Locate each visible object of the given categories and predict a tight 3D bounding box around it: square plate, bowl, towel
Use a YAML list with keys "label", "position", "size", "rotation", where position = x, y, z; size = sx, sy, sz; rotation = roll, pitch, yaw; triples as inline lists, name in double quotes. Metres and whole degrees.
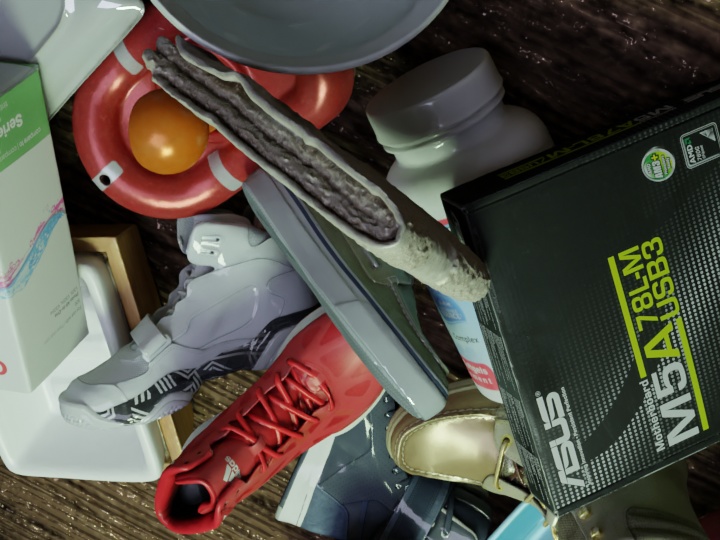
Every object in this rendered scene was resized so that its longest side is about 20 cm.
- label: "square plate"
  position: [-0.248, -0.189, 1.020]
  size: [0.198, 0.028, 0.201]
  rotation: [-39, 81, 37]
- label: "bowl"
  position: [-0.040, -0.192, 0.893]
  size: [0.200, 0.202, 0.090]
  rotation: [34, 164, 0]
- label: "towel"
  position: [-0.022, -0.056, 0.844]
  size: [0.200, 0.132, 0.035]
  rotation: [39, 96, 28]

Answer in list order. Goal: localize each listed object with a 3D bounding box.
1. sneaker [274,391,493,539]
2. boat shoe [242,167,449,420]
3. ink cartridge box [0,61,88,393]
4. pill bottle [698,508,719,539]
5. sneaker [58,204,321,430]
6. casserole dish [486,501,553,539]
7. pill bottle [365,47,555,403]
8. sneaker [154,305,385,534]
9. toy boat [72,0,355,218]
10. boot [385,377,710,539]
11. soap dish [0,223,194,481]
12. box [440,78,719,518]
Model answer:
- label: "sneaker"
  position: [0.037, 0.119, 1.095]
  size: [0.145, 0.077, 0.204]
  rotation: [24, 123, 4]
- label: "boat shoe"
  position: [0.000, 0.000, 0.959]
  size: [0.201, 0.062, 0.072]
  rotation: [53, 175, 24]
- label: "ink cartridge box"
  position: [-0.272, -0.031, 1.030]
  size: [0.144, 0.088, 0.202]
  rotation: [7, 123, 21]
- label: "pill bottle"
  position: [0.300, 0.182, 0.995]
  size: [0.199, 0.114, 0.114]
  rotation: [-32, 104, 34]
- label: "sneaker"
  position: [-0.122, 0.025, 1.067]
  size: [0.198, 0.075, 0.116]
  rotation: [-21, 105, -12]
- label: "casserole dish"
  position: [0.124, 0.234, 1.074]
  size: [0.200, 0.039, 0.121]
  rotation: [-51, 54, 18]
- label: "pill bottle"
  position: [0.081, -0.028, 0.963]
  size: [0.108, 0.109, 0.201]
  rotation: [-16, 112, 30]
- label: "sneaker"
  position: [-0.053, 0.103, 0.997]
  size: [0.078, 0.116, 0.200]
  rotation: [42, 111, -3]
- label: "toy boat"
  position: [-0.105, -0.103, 0.983]
  size: [0.199, 0.131, 0.131]
  rotation: [-34, 103, 35]
- label: "boot"
  position: [0.118, 0.141, 0.989]
  size: [0.198, 0.155, 0.073]
  rotation: [2, 124, -4]
- label: "soap dish"
  position: [-0.212, 0.056, 1.159]
  size: [0.156, 0.081, 0.202]
  rotation: [-1, 119, 23]
- label: "box"
  position: [0.163, 0.014, 0.916]
  size: [0.192, 0.047, 0.202]
  rotation: [-22, 109, -14]
